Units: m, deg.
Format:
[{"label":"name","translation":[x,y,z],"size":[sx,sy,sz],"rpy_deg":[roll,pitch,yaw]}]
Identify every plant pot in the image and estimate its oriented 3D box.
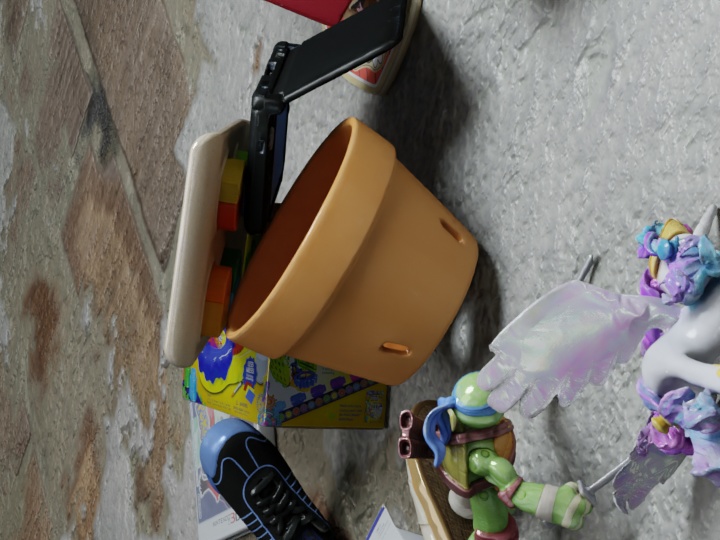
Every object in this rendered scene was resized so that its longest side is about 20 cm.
[{"label":"plant pot","translation":[0.000,0.000,1.355],"size":[0.201,0.139,0.200],"rpy_deg":[-55,13,19]}]

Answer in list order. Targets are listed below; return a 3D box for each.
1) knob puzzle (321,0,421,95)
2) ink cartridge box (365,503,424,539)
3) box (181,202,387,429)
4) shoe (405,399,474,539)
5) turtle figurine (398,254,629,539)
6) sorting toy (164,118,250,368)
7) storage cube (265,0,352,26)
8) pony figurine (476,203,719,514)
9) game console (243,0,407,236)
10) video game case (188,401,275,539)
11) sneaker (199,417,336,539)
[{"label":"knob puzzle","translation":[0.003,-0.257,1.547],"size":[0.219,0.030,0.222],"rpy_deg":[-11,77,62]},{"label":"ink cartridge box","translation":[0.050,0.292,1.362],"size":[0.201,0.039,0.100],"rpy_deg":[63,140,43]},{"label":"box","translation":[-0.067,0.036,1.557],"size":[0.200,0.121,0.194],"rpy_deg":[6,91,63]},{"label":"shoe","translation":[0.069,0.195,1.325],"size":[0.053,0.069,0.201],"rpy_deg":[-52,43,44]},{"label":"turtle figurine","translation":[0.127,0.134,1.214],"size":[0.144,0.199,0.195],"rpy_deg":[44,149,29]},{"label":"sorting toy","translation":[-0.113,-0.026,1.399],"size":[0.200,0.036,0.187],"rpy_deg":[-50,-31,-80]},{"label":"storage cube","translation":[-0.069,-0.353,1.487],"size":[0.201,0.179,0.172],"rpy_deg":[-56,30,29]},{"label":"pony figurine","translation":[0.195,0.055,1.034],"size":[0.193,0.166,0.200],"rpy_deg":[-51,26,0]},{"label":"game console","translation":[-0.027,-0.134,1.420],"size":[0.200,0.115,0.177],"rpy_deg":[-80,-5,-70]},{"label":"video game case","translation":[-0.136,0.178,1.785],"size":[0.182,0.023,0.202],"rpy_deg":[-34,57,57]},{"label":"sneaker","translation":[-0.070,0.214,1.522],"size":[0.078,0.070,0.201],"rpy_deg":[26,155,49]}]
